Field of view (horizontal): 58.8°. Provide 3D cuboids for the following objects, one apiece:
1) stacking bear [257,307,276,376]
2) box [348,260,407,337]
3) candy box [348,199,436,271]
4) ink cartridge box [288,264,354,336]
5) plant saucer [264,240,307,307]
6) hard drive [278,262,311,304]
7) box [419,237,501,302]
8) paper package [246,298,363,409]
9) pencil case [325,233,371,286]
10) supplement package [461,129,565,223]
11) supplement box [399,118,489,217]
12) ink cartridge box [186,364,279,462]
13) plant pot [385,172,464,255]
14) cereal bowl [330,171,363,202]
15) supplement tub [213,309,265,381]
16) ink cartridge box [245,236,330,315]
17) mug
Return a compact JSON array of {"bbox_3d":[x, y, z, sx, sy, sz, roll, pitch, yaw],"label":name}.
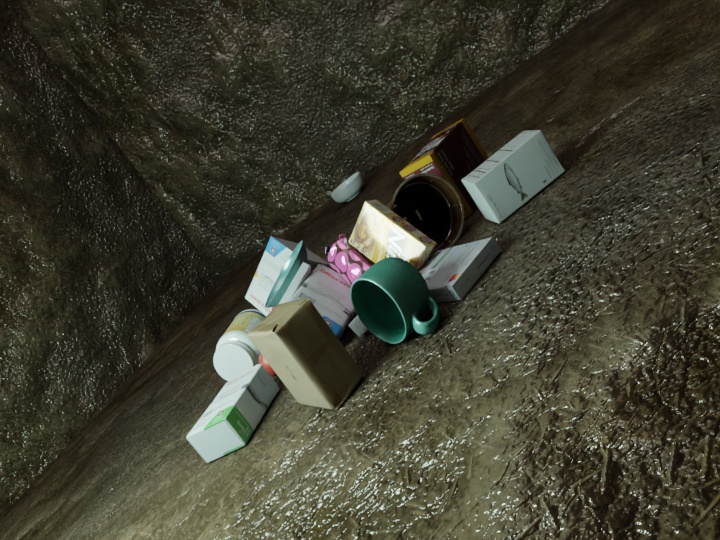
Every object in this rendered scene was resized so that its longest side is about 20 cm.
[{"bbox_3d":[-0.212,0.192,1.702,0.202,0.118,0.116,-70,-8,-49],"label":"stacking bear"},{"bbox_3d":[0.052,0.064,1.456,0.201,0.041,0.039,-50,-4,10],"label":"box"},{"bbox_3d":[0.073,-0.066,1.517,0.055,0.199,0.118,-15,-44,-52],"label":"candy box"},{"bbox_3d":[-0.093,0.097,1.574,0.201,0.144,0.087,-53,-11,-51],"label":"ink cartridge box"},{"bbox_3d":[-0.191,0.017,1.694,0.202,0.035,0.201,-57,12,19],"label":"plant saucer"},{"bbox_3d":[-0.181,0.094,1.604,0.203,0.026,0.133,-61,-10,-26],"label":"hard drive"},{"bbox_3d":[0.191,0.005,1.380,0.156,0.041,0.199,-46,14,-26],"label":"box"},{"bbox_3d":[-0.117,0.173,1.308,0.103,0.202,0.189,-42,13,-26],"label":"paper package"},{"bbox_3d":[0.000,0.000,1.579,0.089,0.199,0.096,-10,-48,-45],"label":"pencil case"},{"bbox_3d":[0.359,-0.224,1.514,0.198,0.118,0.117,-38,13,1],"label":"supplement package"},{"bbox_3d":[0.249,-0.266,1.769,0.131,0.199,0.201,-20,23,52],"label":"supplement box"},{"bbox_3d":[-0.295,0.333,1.505,0.144,0.085,0.201,-30,16,31],"label":"ink cartridge box"},{"bbox_3d":[0.140,-0.128,1.661,0.199,0.202,0.198,-41,6,-16],"label":"plant pot"},{"bbox_3d":[-0.059,-0.422,3.343,0.198,0.084,0.201,-36,13,9],"label":"cereal bowl"},{"bbox_3d":[-0.336,0.219,1.857,0.143,0.146,0.201,-32,15,22],"label":"supplement tub"},{"bbox_3d":[-0.214,0.033,1.877,0.145,0.145,0.204,11,-73,-56],"label":"ink cartridge box"},{"bbox_3d":[0.080,0.063,1.301,0.114,0.185,0.153,-38,-11,-33],"label":"mug"}]
